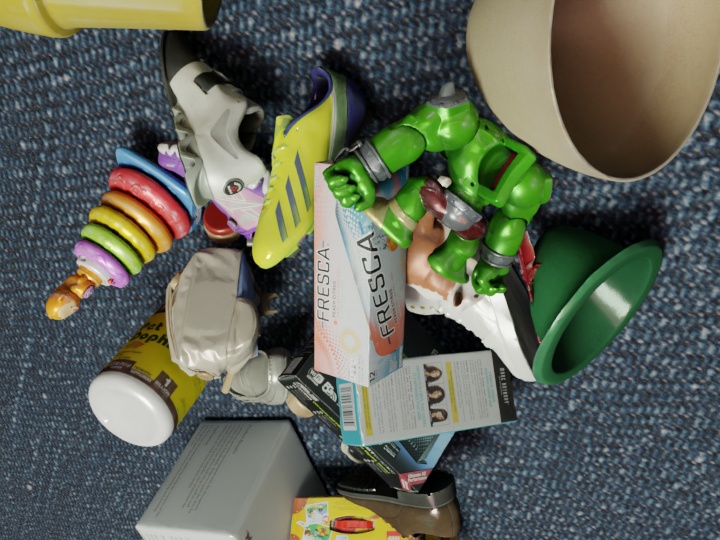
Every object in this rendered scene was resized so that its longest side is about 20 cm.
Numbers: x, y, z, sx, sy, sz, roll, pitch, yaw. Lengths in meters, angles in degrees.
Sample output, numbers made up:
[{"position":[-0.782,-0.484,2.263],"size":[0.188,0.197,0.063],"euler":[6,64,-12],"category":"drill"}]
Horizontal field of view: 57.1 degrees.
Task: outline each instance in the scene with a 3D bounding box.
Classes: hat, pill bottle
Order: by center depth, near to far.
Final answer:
[{"position":[0.182,-0.016,0.669],"size":[0.176,0.164,0.202],"euler":[45,137,34],"category":"hat"},{"position":[-0.234,0.110,0.823],"size":[0.108,0.201,0.110],"euler":[11,127,15],"category":"pill bottle"}]

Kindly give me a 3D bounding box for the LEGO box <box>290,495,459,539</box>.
[{"position":[0.024,0.369,0.938],"size":[0.198,0.078,0.149],"euler":[-12,150,28],"category":"LEGO box"}]

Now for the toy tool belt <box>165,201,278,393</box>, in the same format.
[{"position":[-0.160,0.032,0.779],"size":[0.123,0.202,0.123],"euler":[0,155,1],"category":"toy tool belt"}]

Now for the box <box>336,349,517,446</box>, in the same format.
[{"position":[0.074,0.135,0.718],"size":[0.049,0.198,0.083],"euler":[-24,70,60],"category":"box"}]

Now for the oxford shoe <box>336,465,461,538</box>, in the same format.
[{"position":[0.042,0.292,0.821],"size":[0.199,0.072,0.085],"euler":[-8,103,51],"category":"oxford shoe"}]

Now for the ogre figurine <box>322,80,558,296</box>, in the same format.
[{"position":[0.079,-0.061,0.525],"size":[0.199,0.098,0.120],"euler":[37,106,-15],"category":"ogre figurine"}]

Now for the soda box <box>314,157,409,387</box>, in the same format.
[{"position":[0.000,0.000,0.614],"size":[0.068,0.063,0.203],"euler":[11,108,34],"category":"soda box"}]

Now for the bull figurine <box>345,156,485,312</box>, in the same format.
[{"position":[0.046,-0.038,0.655],"size":[0.198,0.065,0.123],"euler":[17,101,31],"category":"bull figurine"}]

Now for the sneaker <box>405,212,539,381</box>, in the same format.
[{"position":[0.116,0.039,0.721],"size":[0.115,0.074,0.202],"euler":[-20,104,33],"category":"sneaker"}]

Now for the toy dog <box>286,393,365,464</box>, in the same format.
[{"position":[-0.002,0.154,0.849],"size":[0.131,0.097,0.200],"euler":[-23,127,29],"category":"toy dog"}]

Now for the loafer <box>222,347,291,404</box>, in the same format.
[{"position":[-0.132,0.136,0.835],"size":[0.069,0.071,0.200],"euler":[4,162,-19],"category":"loafer"}]

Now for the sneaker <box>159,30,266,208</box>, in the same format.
[{"position":[-0.142,-0.158,0.652],"size":[0.088,0.202,0.074],"euler":[-17,158,-6],"category":"sneaker"}]

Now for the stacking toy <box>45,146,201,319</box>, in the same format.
[{"position":[-0.277,-0.026,0.740],"size":[0.109,0.201,0.116],"euler":[33,155,-1],"category":"stacking toy"}]

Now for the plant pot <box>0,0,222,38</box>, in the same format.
[{"position":[-0.211,-0.291,0.555],"size":[0.186,0.202,0.202],"euler":[10,128,-5],"category":"plant pot"}]

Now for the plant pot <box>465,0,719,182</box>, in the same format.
[{"position":[0.157,-0.175,0.496],"size":[0.134,0.199,0.202],"euler":[21,139,53],"category":"plant pot"}]

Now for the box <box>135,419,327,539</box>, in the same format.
[{"position":[-0.173,0.359,0.972],"size":[0.169,0.200,0.202],"euler":[-7,122,25],"category":"box"}]

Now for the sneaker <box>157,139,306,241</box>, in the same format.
[{"position":[-0.132,-0.083,0.716],"size":[0.198,0.081,0.089],"euler":[20,113,7],"category":"sneaker"}]

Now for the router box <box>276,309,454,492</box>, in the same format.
[{"position":[0.027,0.130,0.759],"size":[0.200,0.150,0.062],"euler":[45,152,-12],"category":"router box"}]

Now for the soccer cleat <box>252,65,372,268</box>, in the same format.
[{"position":[-0.061,-0.099,0.624],"size":[0.083,0.202,0.064],"euler":[35,165,-32],"category":"soccer cleat"}]
